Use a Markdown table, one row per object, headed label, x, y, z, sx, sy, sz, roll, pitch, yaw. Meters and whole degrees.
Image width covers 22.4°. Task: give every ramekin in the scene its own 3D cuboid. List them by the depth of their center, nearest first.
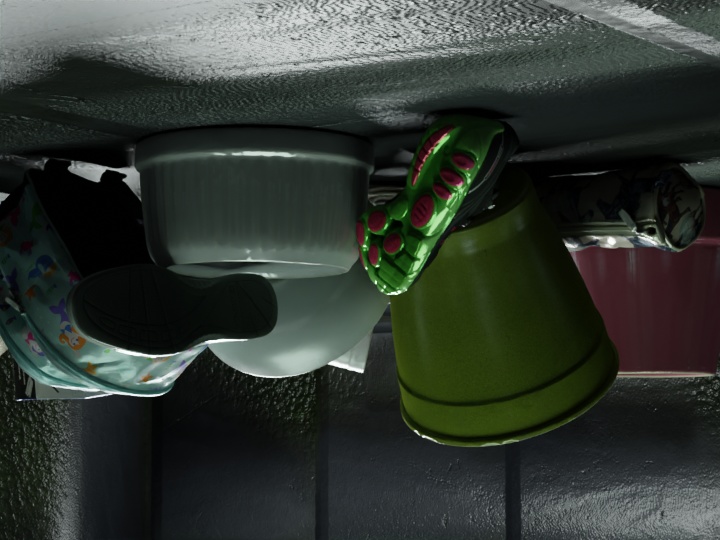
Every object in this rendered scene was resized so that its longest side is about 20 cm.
| label | x | y | z | sx | sy | sz | roll | pitch | yaw |
| --- | --- | --- | --- | --- | --- | --- | --- | --- | --- |
| ramekin | -0.088 | -0.051 | 1.509 | 0.200 | 0.105 | 0.200 | 0 | 174 | 0 |

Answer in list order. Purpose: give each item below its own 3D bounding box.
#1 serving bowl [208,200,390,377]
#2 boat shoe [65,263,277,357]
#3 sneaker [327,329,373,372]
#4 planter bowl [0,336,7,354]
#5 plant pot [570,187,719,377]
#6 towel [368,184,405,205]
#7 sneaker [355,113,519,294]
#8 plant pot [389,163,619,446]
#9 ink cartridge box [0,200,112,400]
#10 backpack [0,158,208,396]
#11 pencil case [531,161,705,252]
| label | x | y | z | sx | sy | sz | roll | pitch | yaw |
| --- | --- | --- | --- | --- | --- | --- | --- | --- | --- |
| serving bowl | -0.070 | -0.006 | 1.635 | 0.200 | 0.200 | 0.066 | -2 | 150 | 21 |
| boat shoe | -0.159 | 0.033 | 1.480 | 0.202 | 0.074 | 0.065 | -4 | 175 | -45 |
| sneaker | -0.044 | 0.052 | 1.853 | 0.116 | 0.074 | 0.200 | 10 | -174 | 1 |
| planter bowl | -0.431 | 0.034 | 1.725 | 0.200 | 0.135 | 0.200 | 30 | 150 | 20 |
| plant pot | 0.290 | 0.016 | 1.824 | 0.200 | 0.179 | 0.200 | 0 | 175 | 0 |
| towel | 0.050 | -0.057 | 1.814 | 0.132 | 0.034 | 0.200 | 1 | 175 | -7 |
| sneaker | 0.063 | -0.047 | 1.426 | 0.084 | 0.077 | 0.200 | -11 | 154 | -37 |
| plant pot | 0.108 | 0.017 | 1.581 | 0.200 | 0.193 | 0.200 | -13 | -154 | 7 |
| ink cartridge box | -0.301 | 0.026 | 1.798 | 0.094 | 0.200 | 0.044 | -4 | 180 | 33 |
| backpack | -0.229 | 0.022 | 1.583 | 0.200 | 0.151 | 0.178 | 49 | -161 | 28 |
| pencil case | 0.204 | -0.050 | 1.641 | 0.200 | 0.078 | 0.089 | -4 | -167 | 38 |
